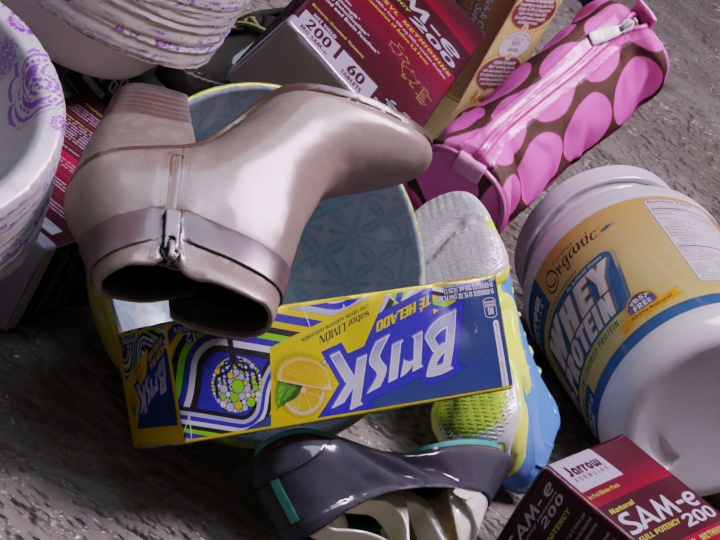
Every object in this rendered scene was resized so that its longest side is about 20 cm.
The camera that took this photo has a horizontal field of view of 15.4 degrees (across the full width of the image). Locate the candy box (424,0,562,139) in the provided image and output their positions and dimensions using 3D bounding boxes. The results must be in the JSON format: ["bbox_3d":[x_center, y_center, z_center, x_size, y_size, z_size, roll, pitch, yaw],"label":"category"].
[{"bbox_3d":[0.048,-0.147,1.854,0.055,0.200,0.115,-1,39,-50],"label":"candy box"}]

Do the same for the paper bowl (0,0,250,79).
[{"bbox_3d":[-0.167,-0.195,1.629,0.200,0.105,0.201,30,22,-13],"label":"paper bowl"}]

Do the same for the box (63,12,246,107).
[{"bbox_3d":[-0.101,-0.123,1.817,0.199,0.050,0.158,3,36,-47],"label":"box"}]

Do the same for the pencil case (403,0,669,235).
[{"bbox_3d":[0.118,-0.102,1.762,0.091,0.094,0.200,47,60,-1],"label":"pencil case"}]

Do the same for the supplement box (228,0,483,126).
[{"bbox_3d":[0.001,-0.136,1.689,0.109,0.061,0.200,47,29,-8],"label":"supplement box"}]

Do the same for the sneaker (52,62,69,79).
[{"bbox_3d":[-0.268,-0.157,1.649,0.146,0.077,0.202,35,22,5],"label":"sneaker"}]

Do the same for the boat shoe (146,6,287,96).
[{"bbox_3d":[-0.067,-0.142,1.758,0.072,0.061,0.201,41,26,18],"label":"boat shoe"}]

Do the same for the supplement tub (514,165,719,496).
[{"bbox_3d":[0.191,0.036,1.727,0.144,0.145,0.200,16,26,-30],"label":"supplement tub"}]

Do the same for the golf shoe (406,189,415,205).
[{"bbox_3d":[-0.035,-0.066,1.719,0.200,0.075,0.092,-6,80,-62],"label":"golf shoe"}]

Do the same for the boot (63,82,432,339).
[{"bbox_3d":[-0.054,-0.028,1.371,0.199,0.070,0.147,6,45,-11],"label":"boot"}]

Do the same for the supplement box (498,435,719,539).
[{"bbox_3d":[0.187,0.184,1.509,0.200,0.061,0.109,39,25,21],"label":"supplement box"}]

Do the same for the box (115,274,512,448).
[{"bbox_3d":[-0.022,0.048,1.408,0.199,0.065,0.070,-9,-2,-29],"label":"box"}]

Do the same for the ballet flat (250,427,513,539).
[{"bbox_3d":[0.019,0.128,1.443,0.200,0.073,0.073,9,30,-49],"label":"ballet flat"}]

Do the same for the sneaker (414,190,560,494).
[{"bbox_3d":[0.071,0.051,1.615,0.105,0.075,0.201,54,24,-47],"label":"sneaker"}]

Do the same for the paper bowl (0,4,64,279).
[{"bbox_3d":[-0.256,-0.060,1.363,0.200,0.105,0.201,9,48,-10],"label":"paper bowl"}]

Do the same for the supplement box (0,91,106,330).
[{"bbox_3d":[-0.179,-0.038,1.537,0.109,0.061,0.200,37,25,15],"label":"supplement box"}]

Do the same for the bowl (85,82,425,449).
[{"bbox_3d":[-0.073,0.004,1.489,0.199,0.201,0.108,20,-17,-23],"label":"bowl"}]
